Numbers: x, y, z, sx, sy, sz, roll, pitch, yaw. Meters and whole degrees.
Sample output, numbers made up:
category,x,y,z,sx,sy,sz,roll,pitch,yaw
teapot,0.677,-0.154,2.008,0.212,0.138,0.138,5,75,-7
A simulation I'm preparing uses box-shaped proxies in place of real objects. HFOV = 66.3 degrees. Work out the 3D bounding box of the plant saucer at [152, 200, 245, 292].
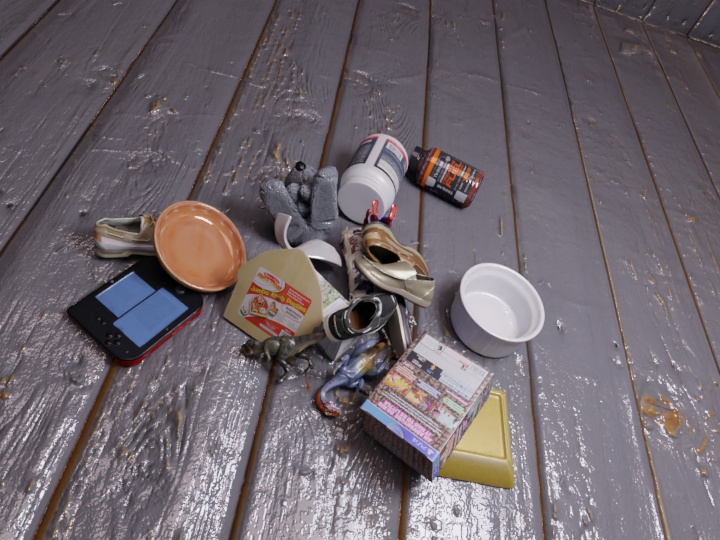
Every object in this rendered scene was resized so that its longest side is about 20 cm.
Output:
category,x,y,z,sx,sy,sz,roll,pitch,yaw
plant saucer,-0.329,-0.045,1.125,0.198,0.037,0.204,24,49,-31

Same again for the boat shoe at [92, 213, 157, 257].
category,x,y,z,sx,sy,sz,roll,pitch,yaw
boat shoe,-0.436,-0.075,1.122,0.196,0.070,0.075,-10,38,-27

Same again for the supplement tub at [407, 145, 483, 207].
category,x,y,z,sx,sy,sz,roll,pitch,yaw
supplement tub,0.220,-0.255,1.464,0.197,0.108,0.108,26,49,4

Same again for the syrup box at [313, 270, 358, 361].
category,x,y,z,sx,sy,sz,roll,pitch,yaw
syrup box,-0.090,0.075,1.120,0.199,0.082,0.078,42,49,16

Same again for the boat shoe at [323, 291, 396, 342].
category,x,y,z,sx,sy,sz,roll,pitch,yaw
boat shoe,0.017,0.083,1.054,0.198,0.067,0.073,-19,80,-51

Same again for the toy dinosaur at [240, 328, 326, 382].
category,x,y,z,sx,sy,sz,roll,pitch,yaw
toy dinosaur,-0.130,0.156,1.040,0.195,0.047,0.090,-13,97,3

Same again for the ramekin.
category,x,y,z,sx,sy,sz,roll,pitch,yaw
ramekin,0.296,0.093,1.224,0.196,0.098,0.204,9,51,-12

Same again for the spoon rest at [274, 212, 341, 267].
category,x,y,z,sx,sy,sz,roll,pitch,yaw
spoon rest,-0.113,-0.049,1.162,0.098,0.199,0.062,19,78,39

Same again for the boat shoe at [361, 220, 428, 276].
category,x,y,z,sx,sy,sz,roll,pitch,yaw
boat shoe,0.072,-0.021,1.200,0.199,0.075,0.075,37,38,-30

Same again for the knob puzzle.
category,x,y,z,sx,sy,sz,roll,pitch,yaw
knob puzzle,-0.153,0.048,1.072,0.217,0.222,0.030,32,14,9

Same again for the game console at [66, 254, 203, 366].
category,x,y,z,sx,sy,sz,roll,pitch,yaw
game console,-0.420,0.071,1.049,0.176,0.031,0.200,38,51,12

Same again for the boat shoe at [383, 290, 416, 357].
category,x,y,z,sx,sy,sz,roll,pitch,yaw
boat shoe,0.092,0.096,1.171,0.061,0.073,0.203,3,47,-16

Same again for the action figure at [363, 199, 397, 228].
category,x,y,z,sx,sy,sz,roll,pitch,yaw
action figure,0.041,-0.110,1.242,0.064,0.200,0.053,9,76,-5

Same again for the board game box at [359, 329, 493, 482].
category,x,y,z,sx,sy,sz,roll,pitch,yaw
board game box,0.122,0.241,1.004,0.158,0.098,0.200,30,60,27

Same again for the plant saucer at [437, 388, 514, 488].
category,x,y,z,sx,sy,sz,roll,pitch,yaw
plant saucer,0.209,0.299,1.068,0.195,0.049,0.203,12,51,-8

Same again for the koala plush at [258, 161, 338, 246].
category,x,y,z,sx,sy,sz,roll,pitch,yaw
koala plush,-0.131,-0.172,1.266,0.173,0.187,0.202,-11,37,-1

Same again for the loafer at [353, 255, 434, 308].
category,x,y,z,sx,sy,sz,roll,pitch,yaw
loafer,0.074,0.010,1.129,0.198,0.069,0.076,26,6,-29

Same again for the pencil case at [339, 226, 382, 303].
category,x,y,z,sx,sy,sz,roll,pitch,yaw
pencil case,0.000,0.000,1.206,0.089,0.077,0.203,35,36,-45

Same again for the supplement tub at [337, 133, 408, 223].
category,x,y,z,sx,sy,sz,roll,pitch,yaw
supplement tub,0.031,-0.226,1.355,0.138,0.141,0.202,23,50,1

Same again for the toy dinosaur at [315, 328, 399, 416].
category,x,y,z,sx,sy,sz,roll,pitch,yaw
toy dinosaur,-0.006,0.205,1.071,0.179,0.200,0.106,-31,88,-2
